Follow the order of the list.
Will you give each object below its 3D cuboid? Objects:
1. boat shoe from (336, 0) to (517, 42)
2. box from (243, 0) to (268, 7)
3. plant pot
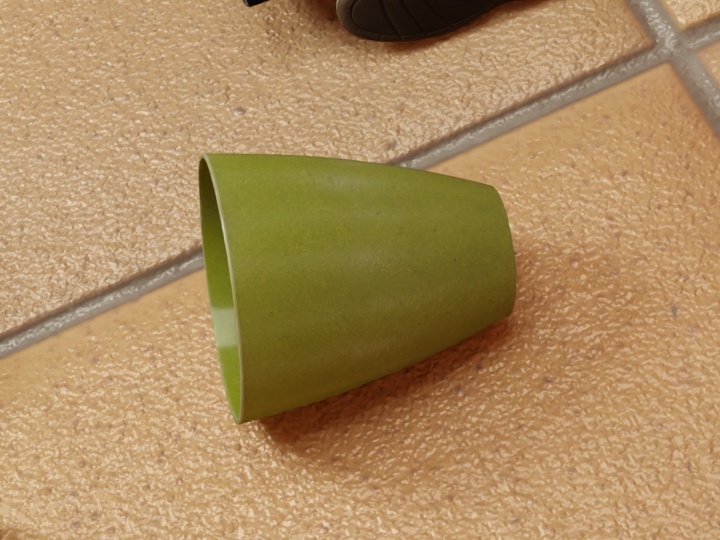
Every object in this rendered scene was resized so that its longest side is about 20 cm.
[{"bbox_3d":[0.074,-0.236,1.671,0.200,0.072,0.076,-14,40,-5],"label":"boat shoe"},{"bbox_3d":[-0.028,-0.327,1.684,0.196,0.118,0.200,-19,34,1],"label":"box"},{"bbox_3d":[0.000,0.000,1.473,0.200,0.187,0.187,-8,54,-9],"label":"plant pot"}]
